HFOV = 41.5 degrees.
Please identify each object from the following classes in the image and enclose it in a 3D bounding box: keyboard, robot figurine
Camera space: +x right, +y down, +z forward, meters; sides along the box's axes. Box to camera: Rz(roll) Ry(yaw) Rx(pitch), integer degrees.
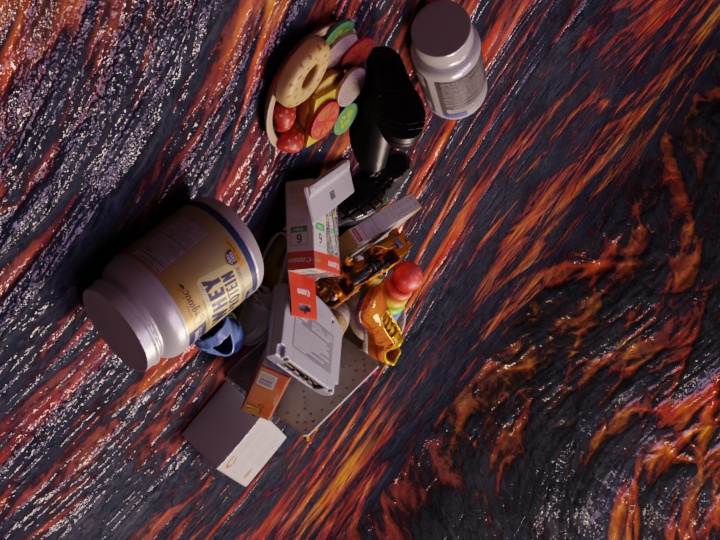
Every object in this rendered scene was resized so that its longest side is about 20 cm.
[{"bbox_3d":[-0.046,-0.125,1.470,0.200,0.010,0.058,-47,132,-64],"label":"keyboard"},{"bbox_3d":[0.000,0.000,1.615,0.145,0.059,0.199,-39,176,40],"label":"robot figurine"}]

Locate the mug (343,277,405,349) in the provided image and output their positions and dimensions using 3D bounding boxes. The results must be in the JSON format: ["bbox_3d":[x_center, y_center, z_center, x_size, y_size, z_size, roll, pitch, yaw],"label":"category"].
[{"bbox_3d":[0.025,0.081,1.886,0.187,0.149,0.153,-47,176,-5],"label":"mug"}]

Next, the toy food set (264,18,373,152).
[{"bbox_3d":[-0.056,-0.250,1.300,0.197,0.048,0.202,-38,154,-39],"label":"toy food set"}]

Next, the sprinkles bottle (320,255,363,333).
[{"bbox_3d":[-0.038,0.057,1.719,0.202,0.067,0.069,-65,174,-45],"label":"sprinkles bottle"}]

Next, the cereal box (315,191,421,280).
[{"bbox_3d":[0.005,-0.060,1.690,0.199,0.040,0.143,-34,178,-45],"label":"cereal box"}]

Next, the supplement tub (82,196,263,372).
[{"bbox_3d":[-0.233,0.017,1.194,0.200,0.144,0.146,-41,157,-31],"label":"supplement tub"}]

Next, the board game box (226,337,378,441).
[{"bbox_3d":[-0.101,0.181,1.676,0.199,0.198,0.026,-40,147,-32],"label":"board game box"}]

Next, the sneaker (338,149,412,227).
[{"bbox_3d":[0.020,-0.125,1.641,0.199,0.075,0.080,-40,159,-33],"label":"sneaker"}]

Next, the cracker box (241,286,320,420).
[{"bbox_3d":[-0.132,0.129,1.593,0.135,0.057,0.202,118,-7,-46],"label":"cracker box"}]

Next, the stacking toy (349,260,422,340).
[{"bbox_3d":[0.052,0.051,1.709,0.085,0.086,0.200,-37,170,-37],"label":"stacking toy"}]

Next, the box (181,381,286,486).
[{"bbox_3d":[-0.227,0.303,1.742,0.125,0.097,0.201,-49,160,-11],"label":"box"}]

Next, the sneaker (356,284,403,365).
[{"bbox_3d":[0.040,0.092,1.648,0.074,0.076,0.201,-59,156,-26],"label":"sneaker"}]

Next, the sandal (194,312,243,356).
[{"bbox_3d":[-0.218,0.096,1.428,0.079,0.088,0.200,-37,158,-3],"label":"sandal"}]

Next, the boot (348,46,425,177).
[{"bbox_3d":[0.031,-0.205,1.382,0.072,0.201,0.164,-1,141,-16],"label":"boot"}]

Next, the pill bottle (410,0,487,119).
[{"bbox_3d":[0.140,-0.334,1.514,0.114,0.113,0.200,-51,161,-6],"label":"pill bottle"}]

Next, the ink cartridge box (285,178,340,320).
[{"bbox_3d":[-0.071,-0.030,1.460,0.109,0.049,0.205,18,69,-70],"label":"ink cartridge box"}]

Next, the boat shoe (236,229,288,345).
[{"bbox_3d":[-0.154,0.028,1.494,0.204,0.074,0.086,-60,160,12],"label":"boat shoe"}]

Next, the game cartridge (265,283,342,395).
[{"bbox_3d":[-0.087,0.104,1.505,0.200,0.040,0.136,46,47,-55],"label":"game cartridge"}]
